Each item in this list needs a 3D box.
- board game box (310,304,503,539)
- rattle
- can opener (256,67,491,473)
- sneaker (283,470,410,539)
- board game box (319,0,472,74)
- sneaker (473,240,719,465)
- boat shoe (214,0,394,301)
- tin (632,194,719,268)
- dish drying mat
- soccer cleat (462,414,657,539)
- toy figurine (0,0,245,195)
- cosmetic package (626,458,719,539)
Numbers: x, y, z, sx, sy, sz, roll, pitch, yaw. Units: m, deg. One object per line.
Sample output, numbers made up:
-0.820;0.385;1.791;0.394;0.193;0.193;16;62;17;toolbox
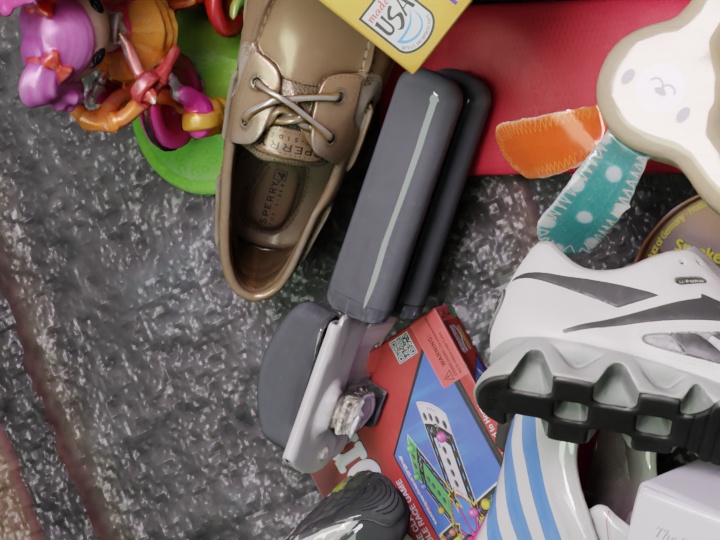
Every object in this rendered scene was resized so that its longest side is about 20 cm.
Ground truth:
0.048;0.128;1.285;0.103;0.019;0.201;-34;79;29;board game box
0.142;-0.070;1.115;0.199;0.143;0.131;-6;96;11;rattle
0.000;0.000;1.257;0.066;0.053;0.201;30;109;25;can opener
-0.016;0.167;1.291;0.085;0.074;0.200;43;136;6;sneaker
-0.009;-0.201;1.137;0.200;0.040;0.153;37;104;-3;board game box
0.152;0.032;1.132;0.199;0.074;0.089;14;61;1;sneaker
-0.024;-0.072;1.236;0.071;0.065;0.201;11;131;-1;boat shoe
0.208;0.029;1.172;0.199;0.042;0.113;18;109;27;tin
0.097;-0.081;1.233;0.199;0.018;0.077;1;95;31;dish drying mat
0.085;0.131;1.203;0.086;0.070;0.201;27;109;48;soccer cleat
-0.118;-0.126;1.254;0.149;0.184;0.201;6;99;29;toy figurine
0.197;0.203;1.148;0.199;0.123;0.201;22;108;26;cosmetic package
